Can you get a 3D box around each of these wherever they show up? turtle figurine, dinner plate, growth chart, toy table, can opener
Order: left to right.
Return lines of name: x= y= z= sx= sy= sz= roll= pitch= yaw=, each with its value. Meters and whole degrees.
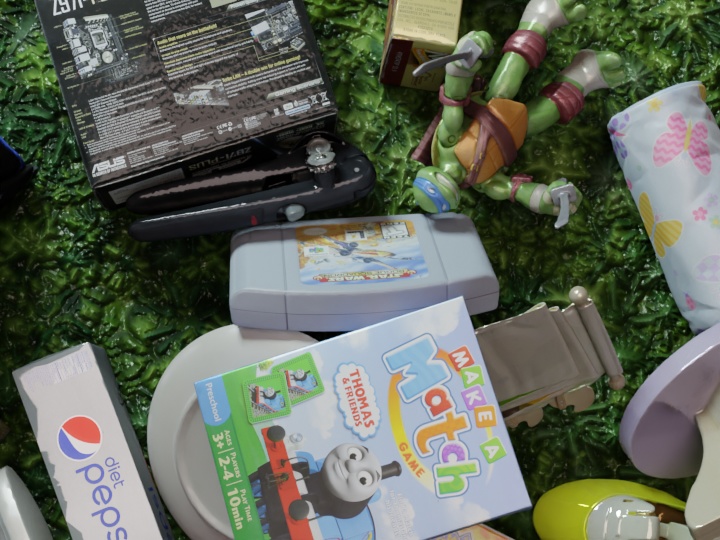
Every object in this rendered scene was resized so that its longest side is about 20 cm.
can opener: x=-0.083 y=-0.056 z=0.929 sx=0.198 sy=0.079 sz=0.064 roll=-14 pitch=46 yaw=-10
dinner plate: x=-0.073 y=0.139 z=0.890 sx=0.198 sy=0.024 sz=0.202 roll=4 pitch=102 yaw=17
growth chart: x=0.099 y=0.079 z=0.907 sx=0.198 sy=0.145 sz=0.018 roll=-16 pitch=46 yaw=5
turtle figurine: x=0.131 y=-0.120 z=0.907 sx=0.144 sy=0.200 sz=0.194 roll=37 pitch=70 yaw=8
toy table: x=0.304 y=0.114 z=0.888 sx=0.199 sy=0.117 sz=0.184 roll=-38 pitch=124 yaw=6

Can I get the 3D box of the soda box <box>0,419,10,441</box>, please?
soda box: x=-0.363 y=0.077 z=0.906 sx=0.200 sy=0.068 sz=0.064 roll=41 pitch=80 yaw=3

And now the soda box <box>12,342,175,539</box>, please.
soda box: x=-0.192 y=0.159 z=0.904 sx=0.063 sy=0.068 sz=0.201 roll=-22 pitch=83 yaw=-5

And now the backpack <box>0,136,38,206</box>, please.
backpack: x=-0.360 y=-0.088 z=0.866 sx=0.168 sy=0.200 sz=0.163 roll=41 pitch=82 yaw=3

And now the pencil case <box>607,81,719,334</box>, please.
pencil case: x=0.271 y=-0.050 z=0.958 sx=0.090 sy=0.083 sz=0.201 roll=-21 pitch=83 yaw=-13

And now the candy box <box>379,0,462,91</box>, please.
candy box: x=0.057 y=-0.258 z=0.960 sx=0.055 sy=0.115 sz=0.202 roll=8 pitch=81 yaw=-3

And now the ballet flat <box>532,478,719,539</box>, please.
ballet flat: x=0.234 y=0.202 z=0.924 sx=0.198 sy=0.067 sz=0.067 roll=12 pitch=81 yaw=-1

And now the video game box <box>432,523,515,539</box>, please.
video game box: x=0.094 y=0.289 z=0.875 sx=0.199 sy=0.047 sz=0.183 roll=25 pitch=79 yaw=3

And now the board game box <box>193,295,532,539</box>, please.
board game box: x=0.000 y=0.120 z=0.828 sx=0.198 sy=0.037 sz=0.152 roll=-18 pitch=75 yaw=0

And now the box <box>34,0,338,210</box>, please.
box: x=-0.135 y=-0.159 z=0.948 sx=0.198 sy=0.086 sz=0.165 roll=-19 pitch=83 yaw=-6

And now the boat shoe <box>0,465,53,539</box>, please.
boat shoe: x=-0.252 y=0.249 z=0.892 sx=0.068 sy=0.072 sz=0.202 roll=-20 pitch=92 yaw=-6

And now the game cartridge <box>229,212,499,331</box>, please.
game cartridge: x=0.000 y=0.000 z=0.913 sx=0.198 sy=0.133 sz=0.042 roll=-4 pitch=112 yaw=-5
